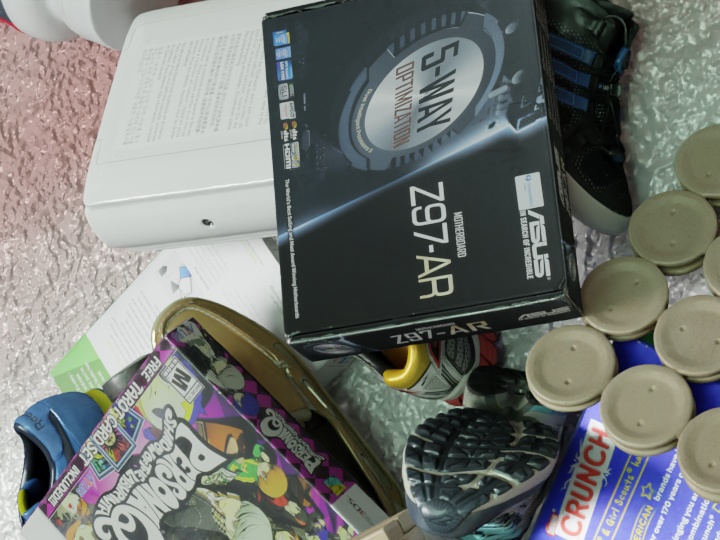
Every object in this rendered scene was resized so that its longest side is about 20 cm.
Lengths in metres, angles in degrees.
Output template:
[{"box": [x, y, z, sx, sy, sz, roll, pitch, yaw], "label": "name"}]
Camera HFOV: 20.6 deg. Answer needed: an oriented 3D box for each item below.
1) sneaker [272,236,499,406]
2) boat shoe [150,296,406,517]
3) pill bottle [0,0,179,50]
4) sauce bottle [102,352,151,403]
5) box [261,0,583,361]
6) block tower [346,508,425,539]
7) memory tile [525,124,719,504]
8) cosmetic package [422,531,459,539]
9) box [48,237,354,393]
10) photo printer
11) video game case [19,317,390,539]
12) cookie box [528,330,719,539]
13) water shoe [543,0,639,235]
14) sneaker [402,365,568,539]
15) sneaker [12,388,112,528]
[{"box": [0.000, 0.000, 1.207, 0.200, 0.082, 0.078, 46, 112, 30], "label": "sneaker"}, {"box": [-0.046, 0.089, 1.198, 0.200, 0.076, 0.072, 41, 85, 1], "label": "boat shoe"}, {"box": [-0.221, -0.223, 1.345, 0.200, 0.119, 0.120, 27, 102, 32], "label": "pill bottle"}, {"box": [-0.093, 0.145, 1.245, 0.065, 0.065, 0.200, -34, 86, 27], "label": "sauce bottle"}, {"box": [0.032, -0.060, 1.099, 0.160, 0.044, 0.201, -9, 71, 15], "label": "box"}, {"box": [0.044, 0.235, 1.077, 0.058, 0.054, 0.200, -31, 87, 30], "label": "block tower"}, {"box": [0.195, 0.019, 1.057, 0.153, 0.017, 0.200, 27, 69, 32], "label": "memory tile"}, {"box": [0.026, 0.248, 1.185, 0.102, 0.074, 0.200, 38, 109, 29], "label": "cosmetic package"}, {"box": [-0.106, 0.060, 1.306, 0.200, 0.036, 0.145, -44, 66, 23], "label": "box"}, {"box": [-0.063, -0.098, 1.228, 0.199, 0.069, 0.167, -7, 56, 28], "label": "photo printer"}, {"box": [-0.093, 0.157, 1.185, 0.181, 0.036, 0.200, 45, 124, 8], "label": "video game case"}, {"box": [0.202, 0.147, 1.069, 0.200, 0.075, 0.172, 29, 103, 31], "label": "cookie box"}, {"box": [0.124, -0.120, 1.139, 0.079, 0.071, 0.201, -29, 73, 27], "label": "water shoe"}, {"box": [0.075, 0.120, 1.094, 0.077, 0.200, 0.087, 10, 105, 17], "label": "sneaker"}, {"box": [-0.195, 0.178, 1.309, 0.066, 0.078, 0.201, 14, 114, 46], "label": "sneaker"}]
